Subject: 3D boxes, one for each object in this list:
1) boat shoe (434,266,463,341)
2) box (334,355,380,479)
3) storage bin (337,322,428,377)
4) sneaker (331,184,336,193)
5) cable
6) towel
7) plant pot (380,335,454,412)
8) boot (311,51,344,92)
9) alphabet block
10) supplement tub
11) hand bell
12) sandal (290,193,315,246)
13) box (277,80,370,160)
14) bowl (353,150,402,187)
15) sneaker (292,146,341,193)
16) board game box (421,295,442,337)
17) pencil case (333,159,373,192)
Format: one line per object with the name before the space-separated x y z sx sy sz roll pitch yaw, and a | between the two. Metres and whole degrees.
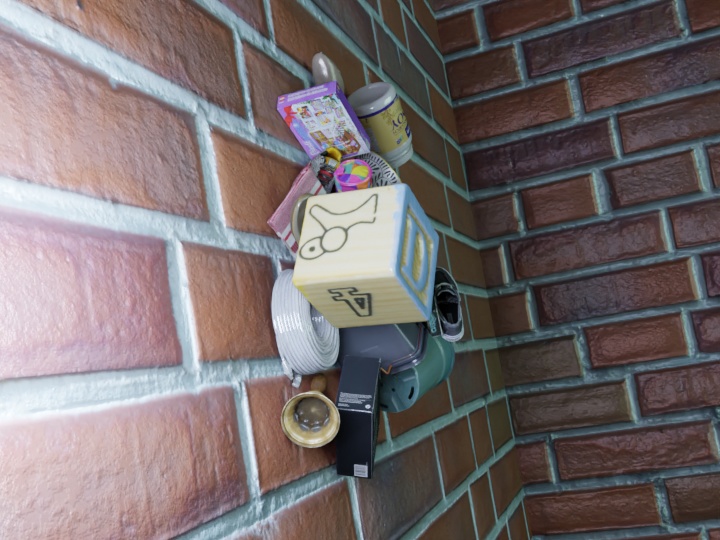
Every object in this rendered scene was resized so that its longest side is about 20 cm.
boat shoe | 0.187 0.059 1.776 0.068 0.071 0.201 81 2 -49
box | -0.004 0.288 1.573 0.142 0.078 0.201 -75 168 -50
storage bin | 0.021 0.142 1.677 0.135 0.199 0.146 55 27 -26
sneaker | -0.054 -0.190 1.827 0.085 0.077 0.201 60 24 -31
cable | -0.102 0.094 1.507 0.200 0.069 0.201 -54 130 -66
towel | -0.101 -0.090 1.598 0.145 0.023 0.200 -58 143 -21
plant pot | 0.097 0.223 1.859 0.196 0.199 0.202 -37 114 -61
boot | -0.077 -0.396 1.893 0.147 0.070 0.201 -76 149 -49
alphabet block | 0.015 -0.022 1.471 0.197 0.199 0.197 53 40 -50
supplement tub | 0.054 -0.386 2.154 0.146 0.144 0.201 -79 151 -50
hand bell | -0.082 0.234 1.488 0.200 0.103 0.105 -80 154 -74
sandal | -0.090 -0.056 1.560 0.080 0.054 0.201 -32 128 -45
box | -0.076 -0.315 1.734 0.200 0.136 0.039 54 30 -52
bowl | 0.020 -0.186 1.957 0.094 0.200 0.202 -38 126 -19
sneaker | -0.087 -0.201 1.691 0.078 0.082 0.201 35 32 -18
board game box | 0.141 0.061 1.774 0.200 0.028 0.136 -116 -167 -82
pencil case | -0.014 -0.139 1.700 0.201 0.088 0.089 89 5 -47
